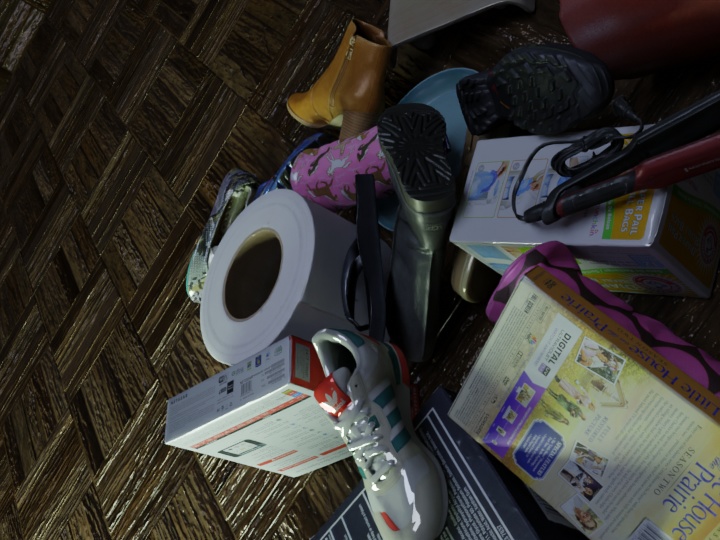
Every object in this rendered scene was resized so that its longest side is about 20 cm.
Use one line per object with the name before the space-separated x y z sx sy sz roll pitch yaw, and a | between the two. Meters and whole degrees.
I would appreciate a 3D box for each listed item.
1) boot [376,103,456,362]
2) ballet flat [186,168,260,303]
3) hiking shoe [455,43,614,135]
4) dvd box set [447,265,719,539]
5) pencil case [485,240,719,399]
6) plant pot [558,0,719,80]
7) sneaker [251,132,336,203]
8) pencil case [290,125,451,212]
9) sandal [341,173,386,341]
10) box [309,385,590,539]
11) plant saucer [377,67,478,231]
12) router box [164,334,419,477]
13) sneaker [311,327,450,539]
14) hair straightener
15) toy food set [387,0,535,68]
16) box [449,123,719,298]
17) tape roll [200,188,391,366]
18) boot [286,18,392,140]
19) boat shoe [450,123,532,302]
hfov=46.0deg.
boot | 0.053 -0.039 0.844 0.072 0.201 0.183 -4 45 2
ballet flat | -0.188 -0.047 1.200 0.072 0.072 0.203 10 80 51
hiking shoe | 0.164 -0.167 0.737 0.100 0.076 0.200 -27 17 -17
dvd box set | 0.166 0.111 0.583 0.199 0.029 0.147 39 130 23
pencil case | 0.194 0.055 0.623 0.199 0.093 0.091 37 142 22
plant pot | 0.275 -0.258 0.691 0.194 0.199 0.203 -13 60 53
sneaker | -0.103 -0.105 1.128 0.200 0.075 0.079 -50 37 16
pencil case | 0.005 -0.121 0.962 0.199 0.084 0.086 -15 15 45
sandal | 0.000 0.000 0.860 0.076 0.042 0.203 91 175 -66
box | 0.081 0.242 0.683 0.199 0.123 0.201 -51 38 15
plant saucer | 0.084 -0.133 0.962 0.199 0.027 0.202 -25 53 39
router box | -0.070 0.147 0.865 0.199 0.179 0.049 -29 50 36
sneaker | 0.003 0.127 0.667 0.070 0.093 0.201 -42 40 27
hair straightener | 0.195 -0.087 0.630 0.199 0.041 0.078 -26 52 39
toy food set | 0.117 -0.335 1.019 0.198 0.060 0.145 -12 61 36
box | 0.193 -0.048 0.720 0.199 0.112 0.103 3 71 49
tape roll | -0.070 0.027 0.963 0.202 0.138 0.205 -27 51 38
boot | -0.023 -0.246 1.076 0.201 0.070 0.146 40 122 50
boat shoe | 0.118 -0.066 0.840 0.064 0.071 0.202 7 73 33
